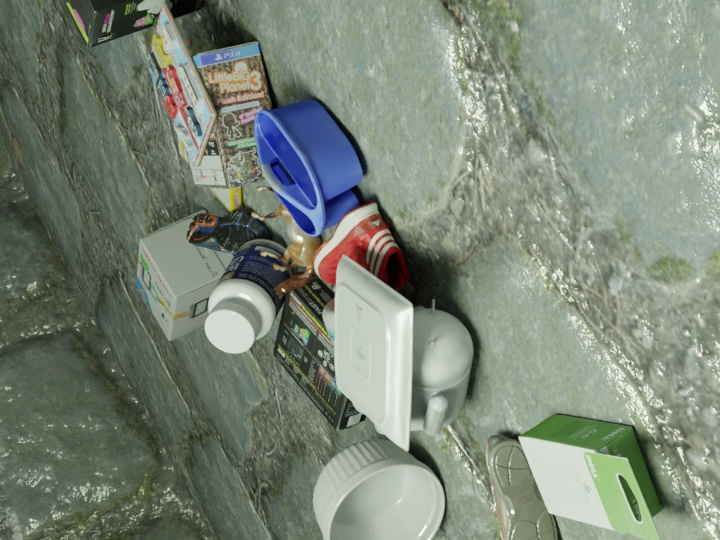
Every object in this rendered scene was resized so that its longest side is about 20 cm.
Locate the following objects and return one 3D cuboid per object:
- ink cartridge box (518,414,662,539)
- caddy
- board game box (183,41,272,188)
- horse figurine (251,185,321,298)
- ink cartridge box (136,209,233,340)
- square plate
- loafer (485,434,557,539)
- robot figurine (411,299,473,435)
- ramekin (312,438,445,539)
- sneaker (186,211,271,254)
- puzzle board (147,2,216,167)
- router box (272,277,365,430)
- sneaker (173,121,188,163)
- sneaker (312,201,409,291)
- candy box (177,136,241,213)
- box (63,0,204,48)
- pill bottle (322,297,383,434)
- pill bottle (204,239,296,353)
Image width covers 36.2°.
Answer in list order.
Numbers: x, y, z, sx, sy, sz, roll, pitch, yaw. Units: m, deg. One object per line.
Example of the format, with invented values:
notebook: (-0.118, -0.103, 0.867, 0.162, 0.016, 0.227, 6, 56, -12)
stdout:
ink cartridge box: (0.269, 0.227, 1.224, 0.200, 0.059, 0.104, -4, 110, 64)
caddy: (-0.082, -0.141, 1.514, 0.200, 0.105, 0.142, 54, 156, 31)
board game box: (-0.206, -0.233, 1.673, 0.159, 0.096, 0.201, 11, 116, 61)
horse figurine: (-0.107, -0.059, 1.708, 0.132, 0.050, 0.201, -2, 103, 40)
ink cartridge box: (-0.339, 0.011, 2.153, 0.147, 0.146, 0.200, 56, 154, 17)
square plate: (0.009, 0.103, 1.408, 0.200, 0.028, 0.199, 36, 130, 57)
loafer: (0.207, 0.308, 1.439, 0.063, 0.072, 0.201, -149, 43, -77)
robot figurine: (0.086, 0.129, 1.437, 0.201, 0.112, 0.170, 93, 168, -48)
ramekin: (0.020, 0.356, 1.704, 0.105, 0.199, 0.201, 44, 150, 55)
sneaker: (-0.219, -0.063, 1.944, 0.199, 0.078, 0.076, 13, 86, 46)
puzzle board: (-0.272, -0.274, 1.649, 0.201, 0.017, 0.151, 64, 153, 16)
router box: (-0.054, 0.130, 1.749, 0.200, 0.062, 0.150, 46, 136, 35)
sneaker: (-0.283, -0.237, 1.846, 0.073, 0.084, 0.200, 62, 150, 17)
sneaker: (0.000, 0.000, 1.535, 0.116, 0.078, 0.200, 59, 157, 15)
candy box: (-0.270, -0.198, 1.956, 0.200, 0.026, 0.103, 47, 151, 34)
box: (-0.345, -0.450, 1.650, 0.149, 0.199, 0.124, 62, 156, 5)
pill bottle: (0.025, 0.129, 1.566, 0.111, 0.110, 0.201, 12, 124, 61)
pill bottle: (-0.180, 0.043, 1.776, 0.110, 0.200, 0.112, 7, 123, 11)
